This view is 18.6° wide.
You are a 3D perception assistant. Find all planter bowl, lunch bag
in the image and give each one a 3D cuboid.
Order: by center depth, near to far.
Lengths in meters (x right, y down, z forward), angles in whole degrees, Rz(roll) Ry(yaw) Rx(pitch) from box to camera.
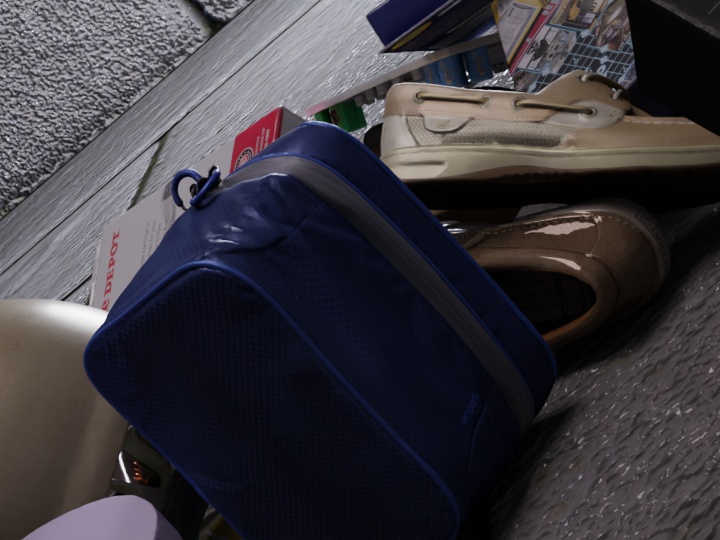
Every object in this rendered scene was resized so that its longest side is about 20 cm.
[{"bbox_3d":[-0.019,0.032,1.008,0.136,0.200,0.132,-32,14,44],"label":"lunch bag"},{"bbox_3d":[-0.208,0.100,1.175,0.200,0.134,0.201,-161,90,-81],"label":"planter bowl"}]

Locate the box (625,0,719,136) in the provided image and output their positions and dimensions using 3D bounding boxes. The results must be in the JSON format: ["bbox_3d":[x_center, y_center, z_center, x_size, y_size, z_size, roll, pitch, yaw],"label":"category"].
[{"bbox_3d":[0.228,-0.133,0.927,0.141,0.079,0.200,33,69,31],"label":"box"}]

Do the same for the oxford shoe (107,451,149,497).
[{"bbox_3d":[-0.144,0.143,1.341,0.072,0.071,0.200,-24,29,30],"label":"oxford shoe"}]

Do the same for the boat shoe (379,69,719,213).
[{"bbox_3d":[0.105,-0.067,1.065,0.199,0.065,0.072,-1,-15,18],"label":"boat shoe"}]

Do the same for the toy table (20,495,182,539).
[{"bbox_3d":[-0.108,0.184,0.973,0.184,0.117,0.200,-46,14,-15],"label":"toy table"}]

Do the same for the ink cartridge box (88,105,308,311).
[{"bbox_3d":[-0.093,0.006,1.464,0.200,0.083,0.146,-31,43,41],"label":"ink cartridge box"}]

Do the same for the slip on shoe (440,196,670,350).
[{"bbox_3d":[0.059,0.017,1.082,0.199,0.076,0.061,-12,20,39],"label":"slip on shoe"}]

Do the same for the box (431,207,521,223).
[{"bbox_3d":[0.000,0.000,1.207,0.199,0.021,0.164,-26,-12,-12],"label":"box"}]

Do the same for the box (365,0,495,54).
[{"bbox_3d":[0.074,-0.172,1.292,0.121,0.032,0.200,-34,-2,15],"label":"box"}]

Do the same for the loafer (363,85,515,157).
[{"bbox_3d":[0.071,-0.065,1.381,0.200,0.073,0.072,-14,66,58],"label":"loafer"}]

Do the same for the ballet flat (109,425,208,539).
[{"bbox_3d":[-0.109,0.122,1.205,0.073,0.073,0.201,-26,31,51],"label":"ballet flat"}]

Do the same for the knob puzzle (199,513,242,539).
[{"bbox_3d":[-0.003,0.081,1.183,0.219,0.030,0.220,-40,13,11],"label":"knob puzzle"}]

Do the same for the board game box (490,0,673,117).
[{"bbox_3d":[0.154,-0.152,1.123,0.200,0.034,0.136,-44,38,31],"label":"board game box"}]

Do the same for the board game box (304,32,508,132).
[{"bbox_3d":[0.090,-0.135,1.427,0.199,0.026,0.200,-19,1,-27],"label":"board game box"}]
